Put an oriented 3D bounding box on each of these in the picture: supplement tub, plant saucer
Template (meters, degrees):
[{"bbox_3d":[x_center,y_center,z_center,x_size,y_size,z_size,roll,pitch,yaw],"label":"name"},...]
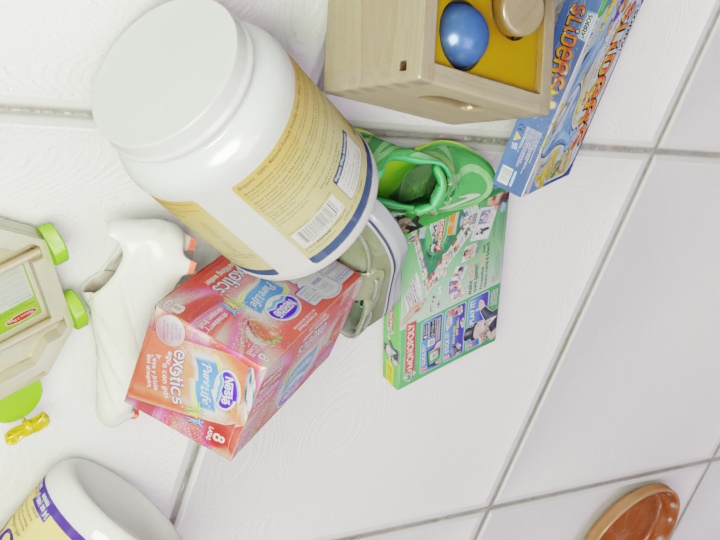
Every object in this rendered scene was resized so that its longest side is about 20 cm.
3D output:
[{"bbox_3d":[-0.260,0.277,1.095,0.200,0.145,0.145,-50,141,1],"label":"supplement tub"},{"bbox_3d":[-0.090,-0.094,0.952,0.144,0.144,0.200,-48,141,-1],"label":"supplement tub"},{"bbox_3d":[0.383,0.389,1.869,0.200,0.032,0.201,-24,134,-26],"label":"plant saucer"}]

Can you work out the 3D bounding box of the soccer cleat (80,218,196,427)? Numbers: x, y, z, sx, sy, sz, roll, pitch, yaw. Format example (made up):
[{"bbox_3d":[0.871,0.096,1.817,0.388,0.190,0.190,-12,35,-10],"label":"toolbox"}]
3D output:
[{"bbox_3d":[-0.193,0.041,1.039,0.077,0.069,0.201,13,121,-17],"label":"soccer cleat"}]

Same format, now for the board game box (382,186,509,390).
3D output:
[{"bbox_3d":[0.084,0.015,1.292,0.134,0.029,0.201,-23,135,-27],"label":"board game box"}]

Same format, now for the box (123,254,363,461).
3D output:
[{"bbox_3d":[-0.088,0.052,1.035,0.200,0.102,0.095,-45,160,-61],"label":"box"}]

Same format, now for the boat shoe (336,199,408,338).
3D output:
[{"bbox_3d":[0.000,0.000,1.141,0.062,0.072,0.200,-54,158,-22],"label":"boat shoe"}]

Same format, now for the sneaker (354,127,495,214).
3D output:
[{"bbox_3d":[0.053,-0.075,1.148,0.199,0.084,0.074,2,119,-44],"label":"sneaker"}]

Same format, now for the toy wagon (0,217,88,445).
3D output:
[{"bbox_3d":[-0.284,0.052,0.975,0.155,0.040,0.201,-29,138,-22],"label":"toy wagon"}]

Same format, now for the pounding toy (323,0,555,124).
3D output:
[{"bbox_3d":[0.095,-0.216,0.991,0.199,0.142,0.185,7,86,-45],"label":"pounding toy"}]

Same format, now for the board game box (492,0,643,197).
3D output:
[{"bbox_3d":[0.197,-0.174,1.203,0.135,0.034,0.201,-27,141,-58],"label":"board game box"}]
